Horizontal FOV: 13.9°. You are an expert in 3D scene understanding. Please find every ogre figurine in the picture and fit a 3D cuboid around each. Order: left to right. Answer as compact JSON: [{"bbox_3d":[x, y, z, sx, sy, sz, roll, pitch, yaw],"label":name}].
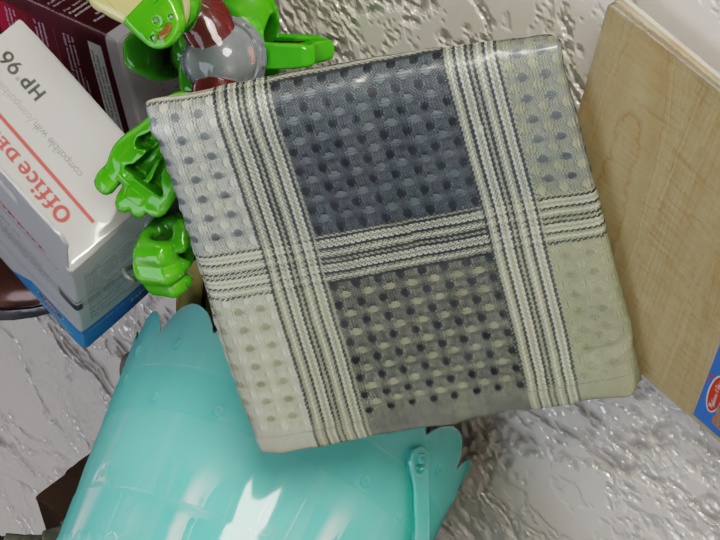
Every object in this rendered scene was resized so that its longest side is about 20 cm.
[{"bbox_3d":[-0.074,-0.097,1.385,0.098,0.120,0.201,-18,90,26],"label":"ogre figurine"}]

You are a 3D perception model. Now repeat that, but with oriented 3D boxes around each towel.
[{"bbox_3d":[0.018,-0.011,1.333,0.191,0.035,0.201,-10,123,9],"label":"towel"}]

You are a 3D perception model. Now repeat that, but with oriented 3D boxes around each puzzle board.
[{"bbox_3d":[0.149,-0.011,1.291,0.151,0.017,0.201,41,149,21],"label":"puzzle board"}]

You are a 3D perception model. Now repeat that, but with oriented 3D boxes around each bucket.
[{"bbox_3d":[-0.054,0.125,1.538,0.206,0.135,0.207,22,160,8],"label":"bucket"}]

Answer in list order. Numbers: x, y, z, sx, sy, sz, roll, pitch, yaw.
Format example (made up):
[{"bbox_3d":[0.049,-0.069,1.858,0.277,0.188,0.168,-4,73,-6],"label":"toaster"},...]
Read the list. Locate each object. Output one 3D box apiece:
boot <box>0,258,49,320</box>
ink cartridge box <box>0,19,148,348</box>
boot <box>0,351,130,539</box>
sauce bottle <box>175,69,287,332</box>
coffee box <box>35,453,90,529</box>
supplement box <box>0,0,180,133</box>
[{"bbox_3d":[-0.236,-0.083,1.763,0.188,0.068,0.201,32,138,47],"label":"boot"},{"bbox_3d":[-0.155,-0.046,1.474,0.116,0.068,0.200,47,168,9],"label":"ink cartridge box"},{"bbox_3d":[-0.156,0.148,1.728,0.068,0.130,0.201,65,-167,-74],"label":"boot"},{"bbox_3d":[-0.061,-0.029,1.534,0.066,0.066,0.201,41,146,23],"label":"sauce bottle"},{"bbox_3d":[-0.122,0.215,1.864,0.114,0.080,0.201,25,140,40],"label":"coffee box"},{"bbox_3d":[-0.160,-0.120,1.585,0.199,0.061,0.109,26,141,40],"label":"supplement box"}]
